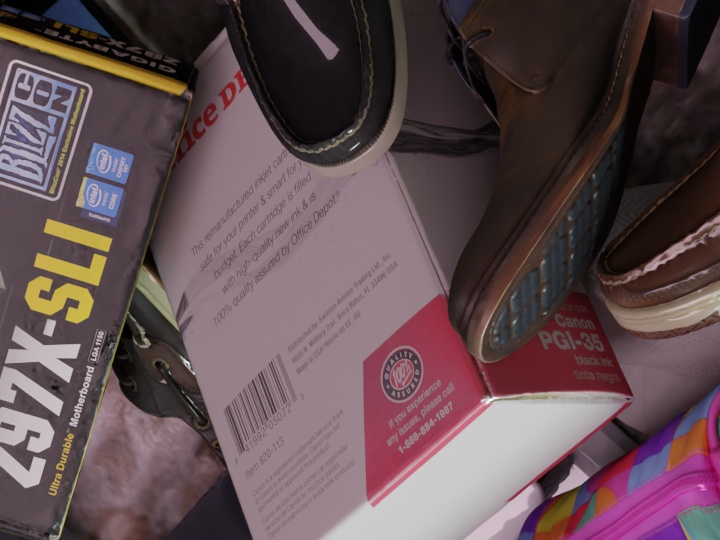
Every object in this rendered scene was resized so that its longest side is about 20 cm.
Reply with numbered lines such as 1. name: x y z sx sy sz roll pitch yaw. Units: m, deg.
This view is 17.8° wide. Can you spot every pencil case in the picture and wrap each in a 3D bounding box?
1. pencil case: 0.125 0.101 0.884 0.088 0.089 0.200 39 150 -1

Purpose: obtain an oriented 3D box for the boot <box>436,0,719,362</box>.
1. boot: 0.056 -0.062 0.831 0.096 0.201 0.075 23 152 17

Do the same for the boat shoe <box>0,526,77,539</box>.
1. boat shoe: -0.222 0.150 1.170 0.201 0.075 0.087 27 128 11

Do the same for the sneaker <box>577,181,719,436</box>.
1. sneaker: 0.183 0.016 0.898 0.198 0.074 0.116 -3 140 16

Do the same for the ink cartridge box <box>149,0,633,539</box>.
1. ink cartridge box: 0.000 0.000 0.895 0.146 0.082 0.201 -44 57 39

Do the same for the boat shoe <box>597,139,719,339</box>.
1. boat shoe: 0.160 -0.060 0.814 0.202 0.075 0.075 -37 111 4

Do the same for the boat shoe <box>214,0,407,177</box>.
1. boat shoe: -0.038 -0.128 0.839 0.071 0.067 0.201 -25 71 26

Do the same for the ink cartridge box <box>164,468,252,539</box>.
1. ink cartridge box: -0.076 0.184 1.022 0.200 0.039 0.100 -51 61 31

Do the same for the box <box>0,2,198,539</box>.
1. box: -0.166 -0.008 0.909 0.158 0.049 0.201 17 107 -7

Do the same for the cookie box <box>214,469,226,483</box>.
1. cookie box: -0.010 0.215 1.106 0.199 0.075 0.172 25 127 9

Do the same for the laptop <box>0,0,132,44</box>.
1. laptop: -0.187 -0.055 0.955 0.177 0.200 0.104 -41 60 9

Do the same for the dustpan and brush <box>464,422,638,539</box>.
1. dustpan and brush: 0.032 0.136 1.005 0.139 0.057 0.200 41 110 -2

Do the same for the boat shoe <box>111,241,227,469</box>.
1. boat shoe: -0.078 0.035 0.996 0.065 0.073 0.200 -36 117 14
